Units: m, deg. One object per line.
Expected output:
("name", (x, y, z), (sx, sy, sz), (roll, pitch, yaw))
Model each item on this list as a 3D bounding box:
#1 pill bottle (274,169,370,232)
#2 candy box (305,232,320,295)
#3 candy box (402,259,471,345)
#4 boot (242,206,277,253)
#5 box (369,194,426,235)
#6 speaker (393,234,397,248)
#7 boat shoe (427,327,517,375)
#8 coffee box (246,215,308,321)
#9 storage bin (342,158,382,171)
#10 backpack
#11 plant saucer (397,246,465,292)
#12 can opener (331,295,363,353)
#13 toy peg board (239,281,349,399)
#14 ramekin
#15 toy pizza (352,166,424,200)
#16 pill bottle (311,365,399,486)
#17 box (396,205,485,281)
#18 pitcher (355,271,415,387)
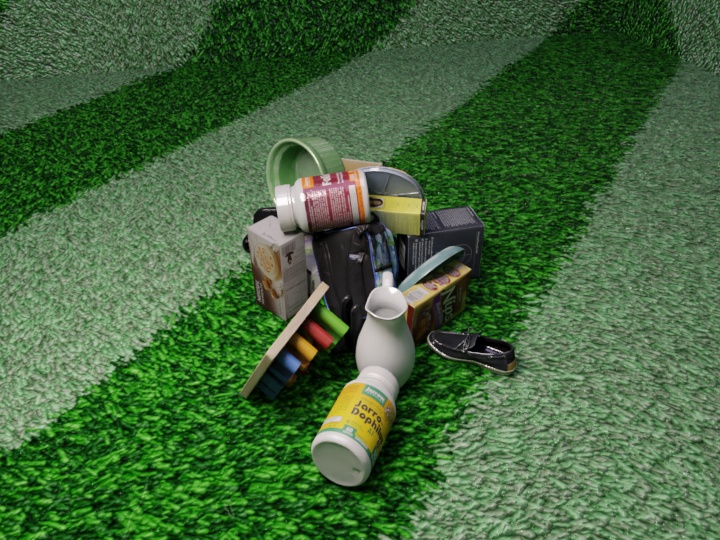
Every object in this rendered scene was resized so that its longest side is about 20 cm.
("pill bottle", (-0.081, -0.146, 1.366), (0.194, 0.117, 0.115), (-9, 34, -3))
("candy box", (-0.106, -0.034, 1.608), (0.165, 0.073, 0.199), (-23, 39, -29))
("candy box", (0.160, 0.072, 1.405), (0.056, 0.119, 0.198), (31, 46, 33))
("boot", (-0.185, -0.100, 1.572), (0.194, 0.078, 0.170), (-4, 31, 3))
("box", (0.054, -0.129, 1.466), (0.194, 0.076, 0.051), (4, 52, 9))
("speaker", (0.083, -0.120, 1.716), (0.086, 0.090, 0.202), (5, 34, 8))
("boat shoe", (0.233, 0.157, 1.332), (0.195, 0.064, 0.075), (16, 39, 25))
("coffee box", (-0.186, -0.005, 1.449), (0.113, 0.205, 0.079), (27, 42, 34))
("storage bin", (-0.064, -0.246, 1.866), (0.196, 0.096, 0.197), (15, 36, 37))
("backpack", (0.000, 0.000, 1.433), (0.180, 0.206, 0.145), (-5, 6, 40))
("plant saucer", (0.152, 0.006, 1.446), (0.198, 0.201, 0.028), (-31, 77, -36))
("can opener", (-0.019, 0.115, 1.292), (0.063, 0.201, 0.079), (37, 62, 13))
("toy peg board", (-0.119, 0.162, 1.239), (0.097, 0.201, 0.200), (37, 51, 0))
("ramekin", (-0.125, -0.218, 1.512), (0.197, 0.205, 0.097), (25, 33, 33))
("toy pizza", (0.051, -0.184, 1.466), (0.194, 0.202, 0.033), (5, 63, 9))
("pill bottle", (0.000, 0.268, 1.130), (0.110, 0.115, 0.201), (12, 36, 19))
("box", (0.193, -0.059, 1.567), (0.194, 0.152, 0.108), (-8, 34, -10))
("pitcher", (0.051, 0.122, 1.261), (0.117, 0.205, 0.173), (3, 33, 5))
